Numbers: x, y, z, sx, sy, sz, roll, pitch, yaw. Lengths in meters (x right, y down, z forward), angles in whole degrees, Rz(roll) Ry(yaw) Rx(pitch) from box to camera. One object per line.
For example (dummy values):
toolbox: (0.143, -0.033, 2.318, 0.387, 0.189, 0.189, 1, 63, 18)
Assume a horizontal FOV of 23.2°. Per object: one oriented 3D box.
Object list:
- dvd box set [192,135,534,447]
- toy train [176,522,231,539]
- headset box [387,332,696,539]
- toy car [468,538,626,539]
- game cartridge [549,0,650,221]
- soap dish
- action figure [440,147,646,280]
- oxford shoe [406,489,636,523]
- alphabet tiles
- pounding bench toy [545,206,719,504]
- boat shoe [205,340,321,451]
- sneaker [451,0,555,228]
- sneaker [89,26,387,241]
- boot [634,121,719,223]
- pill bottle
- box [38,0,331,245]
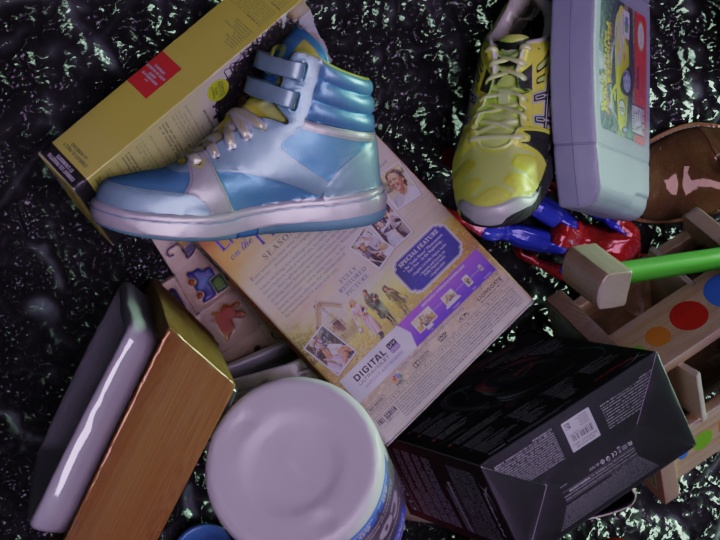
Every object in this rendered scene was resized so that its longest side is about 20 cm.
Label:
dvd box set: (0.000, 0.000, 1.207, 0.146, 0.029, 0.200, -44, 86, -11)
toy train: (-0.150, 0.251, 1.223, 0.198, 0.087, 0.115, -9, 108, -18)
headset box: (0.109, 0.113, 1.205, 0.148, 0.200, 0.076, -30, 103, -20)
toy car: (0.168, 0.262, 1.262, 0.150, 0.176, 0.200, -37, 133, 13)
game cartridge: (0.170, -0.140, 1.235, 0.133, 0.041, 0.202, 5, 84, -60)
soap dish: (-0.147, 0.097, 1.127, 0.081, 0.200, 0.158, 26, 93, -12)
action figure: (0.140, -0.032, 1.295, 0.199, 0.052, 0.066, 22, 96, -21)
oxford shoe: (0.111, 0.158, 1.303, 0.198, 0.074, 0.072, -4, 101, -19)
alphabet tiles: (-0.076, 0.002, 1.246, 0.167, 0.008, 0.201, -34, 108, -11)
pounding bench toy: (0.233, 0.031, 1.257, 0.155, 0.124, 0.201, -31, 136, -12)
boat shoe: (-0.026, 0.067, 1.233, 0.199, 0.072, 0.062, -28, 110, -10)
sneaker: (0.099, -0.116, 1.207, 0.077, 0.075, 0.201, 65, 31, -47)
sneaker: (-0.079, -0.090, 1.134, 0.198, 0.079, 0.132, -6, 106, -21)
boot: (0.285, -0.074, 1.326, 0.198, 0.075, 0.074, -9, 104, -17)
pill bottle: (-0.029, 0.151, 1.154, 0.113, 0.200, 0.115, -3, 70, 7)
box: (-0.115, -0.111, 1.173, 0.200, 0.050, 0.075, -41, 147, -8)
